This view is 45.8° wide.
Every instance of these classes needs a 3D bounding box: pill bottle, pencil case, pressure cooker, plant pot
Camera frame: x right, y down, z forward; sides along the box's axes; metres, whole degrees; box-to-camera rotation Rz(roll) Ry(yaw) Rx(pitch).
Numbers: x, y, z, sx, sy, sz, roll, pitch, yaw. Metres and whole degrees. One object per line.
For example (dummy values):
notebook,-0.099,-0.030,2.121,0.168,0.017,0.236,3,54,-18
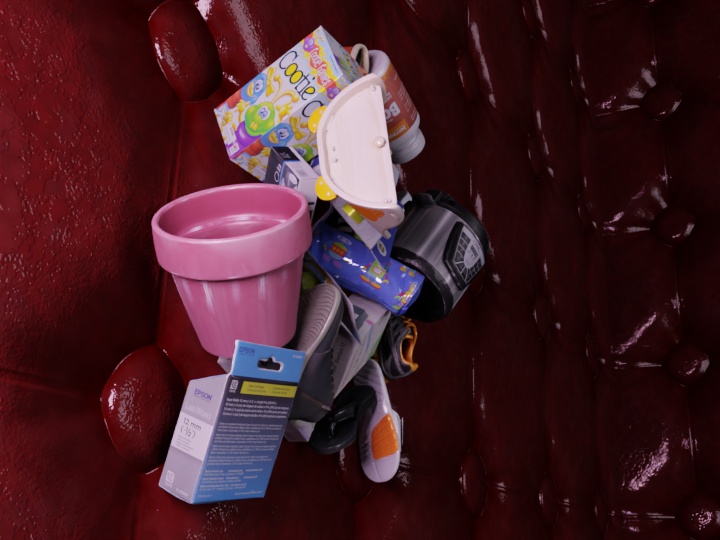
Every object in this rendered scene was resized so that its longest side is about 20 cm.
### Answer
pill bottle,0.042,-0.298,1.582,0.200,0.112,0.113,54,39,-38
pencil case,0.000,0.000,1.337,0.087,0.199,0.078,-61,177,-30
pressure cooker,0.126,-0.034,1.496,0.200,0.178,0.176,-51,171,-31
plant pot,-0.155,0.004,1.091,0.200,0.199,0.180,-46,137,-55

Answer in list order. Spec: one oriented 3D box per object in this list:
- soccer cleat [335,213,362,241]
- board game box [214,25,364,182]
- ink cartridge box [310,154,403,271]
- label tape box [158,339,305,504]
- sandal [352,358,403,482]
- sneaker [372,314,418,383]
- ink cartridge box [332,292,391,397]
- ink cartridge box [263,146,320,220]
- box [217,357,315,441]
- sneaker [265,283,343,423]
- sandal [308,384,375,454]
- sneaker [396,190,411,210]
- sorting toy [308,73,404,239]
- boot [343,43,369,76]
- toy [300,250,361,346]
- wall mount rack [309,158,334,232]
soccer cleat,-0.022,-0.059,1.455,0.067,0.081,0.201,40,27,-41
board game box,-0.093,-0.229,1.212,0.103,0.199,0.105,32,30,-53
ink cartridge box,0.010,-0.130,1.317,0.200,0.040,0.200,51,30,-23
label tape box,-0.158,0.185,1.076,0.143,0.066,0.201,18,87,-57
sandal,0.038,0.253,1.454,0.059,0.079,0.208,6,75,-57
sneaker,0.066,0.102,1.548,0.078,0.077,0.202,19,64,-56
ink cartridge box,-0.027,0.118,1.334,0.200,0.067,0.118,-42,156,-56
ink cartridge box,-0.110,-0.064,1.200,0.039,0.099,0.201,-6,125,-31
box,-0.130,0.175,1.217,0.200,0.041,0.039,55,41,-36
sneaker,-0.064,0.117,1.188,0.106,0.075,0.201,23,96,-51
sandal,-0.033,0.224,1.346,0.201,0.075,0.048,-52,133,-64
sneaker,0.062,-0.084,1.596,0.200,0.073,0.071,-50,121,-54
sorting toy,0.009,-0.129,1.172,0.180,0.106,0.201,53,28,-64
boot,-0.045,-0.308,1.440,0.075,0.107,0.201,51,43,-44
toy,-0.074,0.023,1.250,0.200,0.047,0.115,53,-14,32
wall mount rack,-0.083,-0.136,1.338,0.200,0.074,0.175,63,27,-55
